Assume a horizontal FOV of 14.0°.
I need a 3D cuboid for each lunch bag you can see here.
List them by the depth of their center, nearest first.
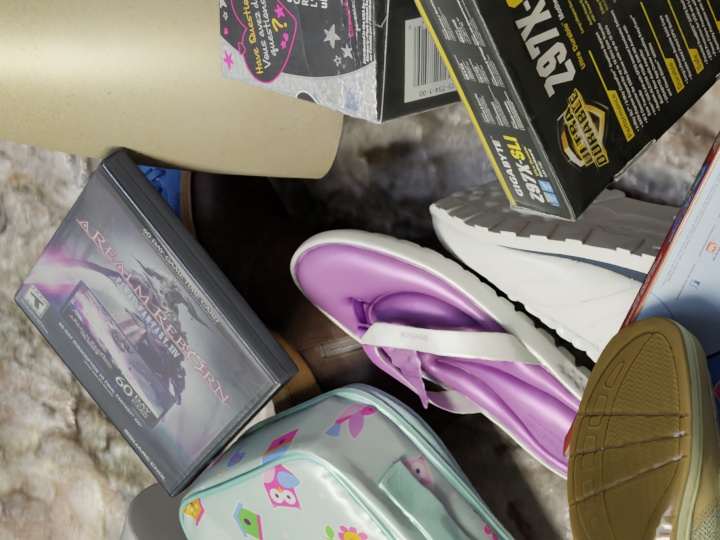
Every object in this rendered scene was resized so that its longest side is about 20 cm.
[{"bbox_3d":[0.015,0.158,1.527,0.200,0.077,0.160,49,140,-10],"label":"lunch bag"}]

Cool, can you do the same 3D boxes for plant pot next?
[{"bbox_3d":[-0.125,-0.132,1.477,0.187,0.199,0.188,175,90,-77],"label":"plant pot"}]

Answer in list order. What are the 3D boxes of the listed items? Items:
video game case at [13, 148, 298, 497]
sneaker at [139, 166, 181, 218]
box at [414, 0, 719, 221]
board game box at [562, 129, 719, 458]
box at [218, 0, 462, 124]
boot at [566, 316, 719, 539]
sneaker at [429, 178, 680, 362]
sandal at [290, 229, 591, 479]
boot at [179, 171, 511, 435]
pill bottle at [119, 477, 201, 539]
[{"bbox_3d":[-0.111,0.032,1.527,0.143,0.019,0.200,51,153,4],"label":"video game case"},{"bbox_3d":[-0.118,-0.031,1.624,0.077,0.111,0.201,-8,97,49],"label":"sneaker"},{"bbox_3d":[0.092,-0.148,1.256,0.049,0.160,0.200,17,142,50],"label":"box"},{"bbox_3d":[0.176,0.024,1.327,0.103,0.019,0.200,21,123,-4],"label":"board game box"},{"bbox_3d":[0.042,-0.154,1.331,0.115,0.200,0.133,20,118,44],"label":"box"},{"bbox_3d":[0.172,0.127,1.330,0.072,0.154,0.201,-15,72,46],"label":"boot"},{"bbox_3d":[0.110,0.006,1.416,0.200,0.076,0.081,20,127,45],"label":"sneaker"},{"bbox_3d":[0.050,0.047,1.450,0.202,0.050,0.083,31,138,5],"label":"sandal"},{"bbox_3d":[0.000,0.000,1.550,0.166,0.072,0.201,-24,88,39],"label":"boot"},{"bbox_3d":[-0.104,0.227,1.699,0.114,0.114,0.200,37,128,34],"label":"pill bottle"}]
